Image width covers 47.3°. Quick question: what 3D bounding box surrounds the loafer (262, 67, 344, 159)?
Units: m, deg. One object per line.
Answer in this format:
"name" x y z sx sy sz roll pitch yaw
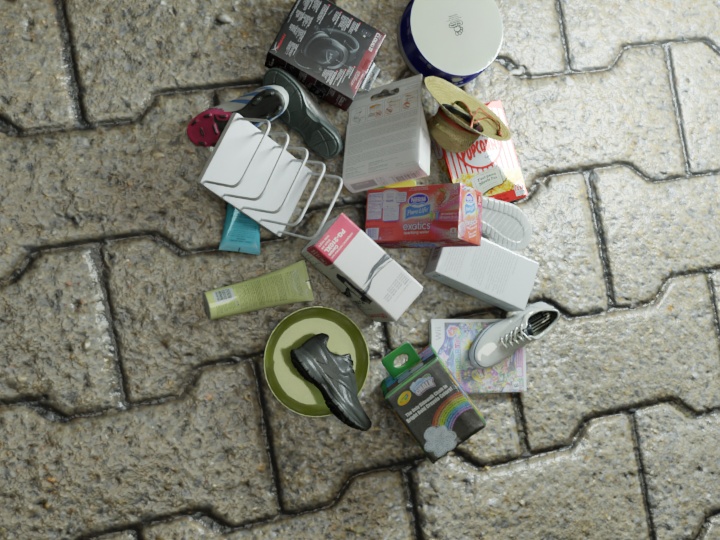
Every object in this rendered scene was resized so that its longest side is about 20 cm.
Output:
"loafer" -0.105 -0.295 1.543 0.072 0.063 0.200 -37 95 25

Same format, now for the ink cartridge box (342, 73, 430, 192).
"ink cartridge box" 0.050 -0.253 1.528 0.050 0.159 0.202 43 44 -50

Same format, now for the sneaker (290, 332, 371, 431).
"sneaker" -0.036 0.200 1.476 0.091 0.076 0.201 -40 98 -20

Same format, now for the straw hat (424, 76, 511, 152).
"straw hat" 0.180 -0.269 1.541 0.200 0.202 0.085 31 119 -11

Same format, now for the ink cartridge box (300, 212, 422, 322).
"ink cartridge box" 0.000 0.000 1.493 0.200 0.145 0.085 42 78 -8

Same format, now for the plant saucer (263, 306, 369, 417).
"plant saucer" -0.082 0.167 1.517 0.198 0.031 0.203 1 86 -15

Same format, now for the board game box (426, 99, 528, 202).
"board game box" 0.230 -0.221 1.624 0.150 0.046 0.202 -17 90 -16

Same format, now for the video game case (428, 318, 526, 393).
"video game case" 0.230 0.167 1.607 0.198 0.018 0.145 1 86 -15

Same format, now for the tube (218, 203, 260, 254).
"tube" -0.211 -0.133 1.502 0.077 0.050 0.203 6 88 -17

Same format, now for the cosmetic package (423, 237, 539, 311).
"cosmetic package" 0.234 -0.003 1.594 0.198 0.071 0.102 23 79 -12

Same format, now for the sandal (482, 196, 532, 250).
"sandal" 0.248 -0.104 1.583 0.201 0.050 0.083 24 95 -26

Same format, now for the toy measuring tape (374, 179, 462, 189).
"toy measuring tape" 0.095 -0.188 1.564 0.197 0.074 0.075 -1 85 -3

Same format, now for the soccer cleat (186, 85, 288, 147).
"soccer cleat" -0.218 -0.280 1.497 0.198 0.086 0.070 -19 108 13

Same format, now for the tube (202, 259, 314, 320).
"tube" -0.184 0.042 1.495 0.198 0.052 0.058 -15 131 -19

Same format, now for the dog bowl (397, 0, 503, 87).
"dog bowl" 0.177 -0.467 1.614 0.198 0.079 0.203 1 85 -14

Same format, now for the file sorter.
"file sorter" -0.151 -0.160 1.435 0.199 0.124 0.140 34 77 -40

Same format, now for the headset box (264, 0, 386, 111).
"headset box" -0.058 -0.409 1.544 0.199 0.077 0.150 28 79 -9

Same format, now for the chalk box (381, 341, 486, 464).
"chalk box" 0.118 0.224 1.506 0.124 0.124 0.201 -35 95 2

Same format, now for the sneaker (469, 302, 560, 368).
"sneaker" 0.296 0.120 1.582 0.199 0.071 0.073 -34 94 -15

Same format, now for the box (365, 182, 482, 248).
"box" 0.114 -0.097 1.501 0.094 0.198 0.104 11 79 -55
